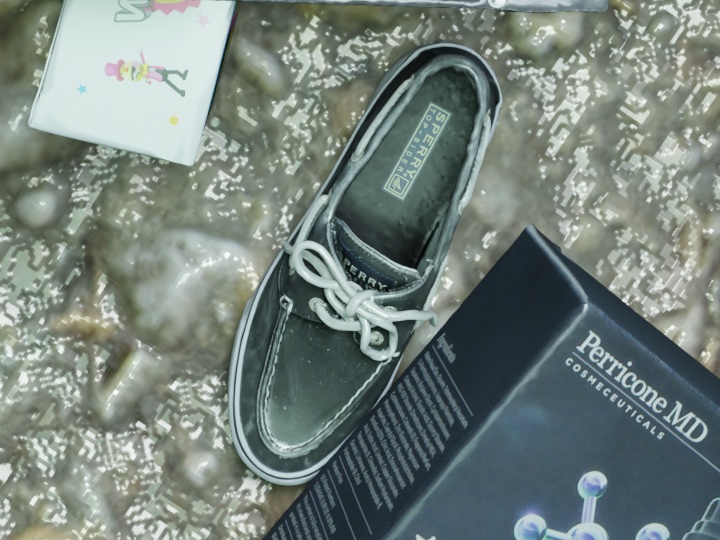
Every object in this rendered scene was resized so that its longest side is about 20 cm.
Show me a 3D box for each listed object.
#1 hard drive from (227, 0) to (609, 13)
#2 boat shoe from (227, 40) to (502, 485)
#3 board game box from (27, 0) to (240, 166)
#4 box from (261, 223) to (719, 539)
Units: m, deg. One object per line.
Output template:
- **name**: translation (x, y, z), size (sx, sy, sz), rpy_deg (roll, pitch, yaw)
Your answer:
- **hard drive**: translation (-0.012, -0.159, 0.895), size (0.198, 0.038, 0.141), rpy_deg (0, 100, -9)
- **boat shoe**: translation (0.003, 0.001, 1.102), size (0.073, 0.068, 0.200), rpy_deg (31, 98, -4)
- **board game box**: translation (-0.070, -0.126, 1.018), size (0.064, 0.200, 0.149), rpy_deg (15, 99, -2)
- **box**: translation (0.068, 0.113, 1.086), size (0.148, 0.107, 0.200), rpy_deg (37, 97, -18)
